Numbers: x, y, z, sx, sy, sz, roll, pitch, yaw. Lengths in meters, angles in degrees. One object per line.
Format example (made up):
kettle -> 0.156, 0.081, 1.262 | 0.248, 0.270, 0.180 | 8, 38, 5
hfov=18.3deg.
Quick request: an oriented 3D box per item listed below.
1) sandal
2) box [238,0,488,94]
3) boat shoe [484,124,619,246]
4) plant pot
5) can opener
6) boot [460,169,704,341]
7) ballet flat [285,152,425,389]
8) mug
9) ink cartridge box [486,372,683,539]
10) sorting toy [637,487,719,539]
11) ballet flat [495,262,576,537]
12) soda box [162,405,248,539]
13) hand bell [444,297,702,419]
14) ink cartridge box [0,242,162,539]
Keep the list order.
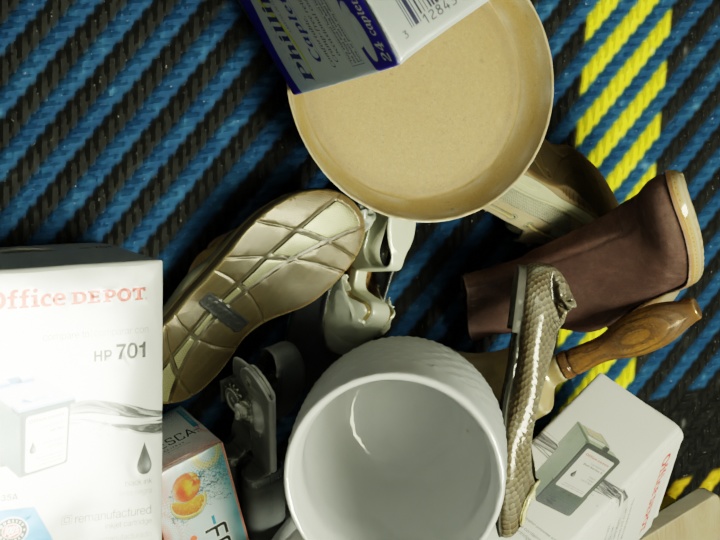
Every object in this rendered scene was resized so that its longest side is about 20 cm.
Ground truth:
sandal -> -0.087, 0.010, 1.550 | 0.200, 0.054, 0.080 | -42, 123, 6
box -> 0.032, -0.212, 1.425 | 0.184, 0.200, 0.105 | -36, 101, -18
boat shoe -> 0.135, -0.053, 1.671 | 0.065, 0.072, 0.200 | -31, 147, 24
plant pot -> 0.039, -0.133, 1.546 | 0.200, 0.027, 0.201 | 1, 88, -21
can opener -> -0.063, 0.137, 1.591 | 0.067, 0.053, 0.200 | -25, 136, -26
boot -> 0.158, -0.001, 1.623 | 0.166, 0.073, 0.200 | -11, 157, -5
ballet flat -> 0.000, 0.000, 1.592 | 0.073, 0.073, 0.200 | 11, 103, -37
mug -> 0.010, 0.136, 1.547 | 0.148, 0.175, 0.200 | 44, 102, -6
ink cartridge box -> 0.148, 0.198, 1.713 | 0.200, 0.084, 0.146 | -42, 156, -30
sorting toy -> 0.213, 0.297, 1.868 | 0.198, 0.070, 0.200 | -27, 123, -23
ballet flat -> 0.122, 0.094, 1.591 | 0.046, 0.067, 0.201 | 5, 97, -3
soda box -> -0.118, 0.201, 1.595 | 0.063, 0.068, 0.200 | -26, 123, -23
hand bell -> 0.159, 0.065, 1.645 | 0.200, 0.104, 0.104 | -25, 131, 20
ink cartridge box -> -0.209, 0.089, 1.448 | 0.146, 0.086, 0.201 | -5, 101, -33
